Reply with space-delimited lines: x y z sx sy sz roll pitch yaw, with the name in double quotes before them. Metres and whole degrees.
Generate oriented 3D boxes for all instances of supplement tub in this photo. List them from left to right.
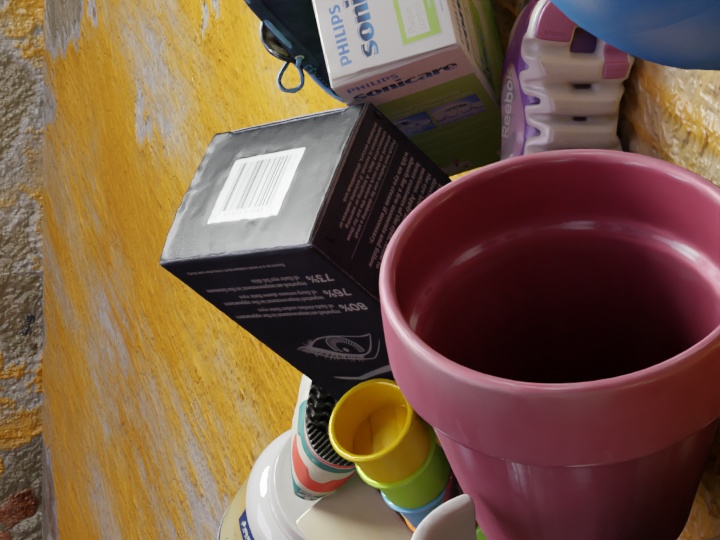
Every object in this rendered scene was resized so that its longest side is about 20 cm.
"supplement tub" -0.039 0.217 1.346 0.200 0.143 0.145 120 140 -58

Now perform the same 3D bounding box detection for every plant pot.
"plant pot" 0.117 0.062 0.849 0.200 0.199 0.180 -120 16 -49

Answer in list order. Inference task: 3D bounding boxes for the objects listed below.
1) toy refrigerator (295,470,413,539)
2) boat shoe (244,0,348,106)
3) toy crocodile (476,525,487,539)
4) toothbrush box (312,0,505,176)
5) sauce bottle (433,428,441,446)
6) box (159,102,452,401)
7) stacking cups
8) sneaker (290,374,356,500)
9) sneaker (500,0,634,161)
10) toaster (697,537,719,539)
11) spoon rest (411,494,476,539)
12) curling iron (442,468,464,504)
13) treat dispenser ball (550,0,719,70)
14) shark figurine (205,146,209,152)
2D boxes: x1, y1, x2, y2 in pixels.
"toy refrigerator" 0.041 0.243 1.116 0.200 0.070 0.076 48 177 28
"boat shoe" -0.039 -0.175 1.051 0.200 0.068 0.085 55 -156 -49
"toy crocodile" 0.111 0.141 1.050 0.067 0.061 0.202 -33 -55 -65
"toothbrush box" 0.035 -0.159 1.002 0.200 0.086 0.147 37 -141 -66
"sauce bottle" 0.068 0.140 1.133 0.066 0.066 0.201 -120 18 -48
"box" 0.000 0.000 0.992 0.147 0.200 0.105 -5 55 45
"stacking cups" 0.049 0.148 1.048 0.200 0.060 0.061 52 -171 -45
"sneaker" -0.017 0.081 1.159 0.094 0.070 0.201 121 166 -46
"sneaker" 0.117 -0.081 0.959 0.088 0.080 0.202 -130 44 -68
"toaster" 0.176 0.192 0.778 0.200 0.128 0.115 136 127 -64
"spoon rest" 0.079 0.170 0.740 0.200 0.060 0.100 30 127 58
"curling iron" 0.050 0.192 0.979 0.050 0.025 0.201 98 -172 -76
"treat dispenser ball" 0.151 -0.185 0.650 0.201 0.199 0.203 175 90 -70
"shark figurine" 0.014 -0.061 1.086 0.128 0.214 0.090 -17 47 51
